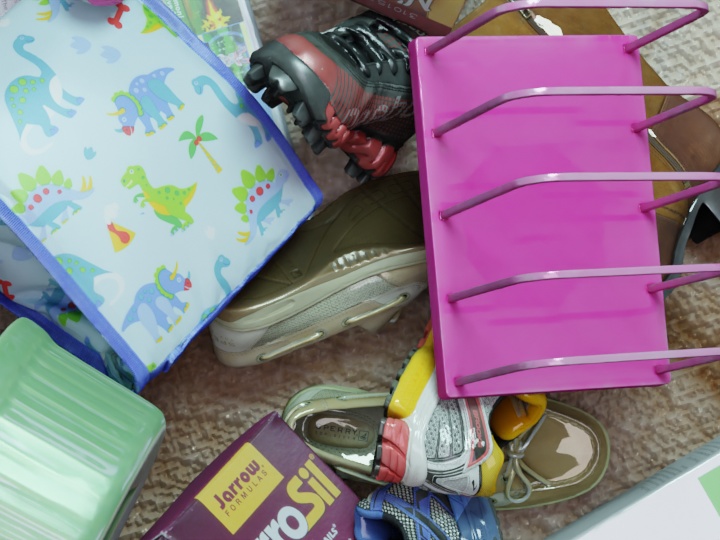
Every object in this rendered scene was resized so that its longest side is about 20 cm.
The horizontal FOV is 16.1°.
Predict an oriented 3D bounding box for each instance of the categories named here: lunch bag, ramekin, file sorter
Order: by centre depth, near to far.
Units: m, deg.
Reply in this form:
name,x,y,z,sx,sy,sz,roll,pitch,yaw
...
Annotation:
name,x,y,z,sx,sy,sz,roll,pitch,yaw
ramekin,-0.184,0.136,1.357,0.097,0.200,0.201,26,88,0
file sorter,0.120,-0.040,1.373,0.138,0.125,0.202,-2,83,-21
lunch bag,-0.144,-0.051,1.431,0.200,0.128,0.170,40,63,5

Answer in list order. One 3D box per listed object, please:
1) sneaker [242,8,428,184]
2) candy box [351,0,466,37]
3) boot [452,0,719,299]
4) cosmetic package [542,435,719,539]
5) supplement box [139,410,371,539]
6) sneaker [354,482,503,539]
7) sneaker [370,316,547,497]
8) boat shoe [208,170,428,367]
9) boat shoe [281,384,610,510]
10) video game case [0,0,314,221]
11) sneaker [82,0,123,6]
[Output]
name,x,y,z,sx,sy,sz,roll,pitch,yaw
sneaker,-0.003,-0.112,1.442,0.098,0.200,0.071,-46,74,6
candy box,0.033,-0.239,1.472,0.116,0.057,0.201,23,57,-3
boot,0.121,-0.071,1.491,0.200,0.068,0.188,47,69,-3
cosmetic package,0.177,0.183,1.505,0.199,0.085,0.108,-31,89,-4
supplement box,-0.036,0.205,1.459,0.200,0.103,0.131,45,44,-2
sneaker,0.051,0.197,1.408,0.078,0.076,0.201,-7,47,-22
sneaker,0.072,0.061,1.467,0.082,0.078,0.200,19,45,9
boat shoe,0.000,0.000,1.513,0.199,0.065,0.072,-23,45,-17
boat shoe,0.052,0.103,1.511,0.199,0.063,0.074,10,89,-2
video game case,-0.140,-0.094,1.526,0.181,0.022,0.201,-17,89,-3
sneaker,-0.171,-0.233,1.411,0.088,0.081,0.201,-12,67,-3
